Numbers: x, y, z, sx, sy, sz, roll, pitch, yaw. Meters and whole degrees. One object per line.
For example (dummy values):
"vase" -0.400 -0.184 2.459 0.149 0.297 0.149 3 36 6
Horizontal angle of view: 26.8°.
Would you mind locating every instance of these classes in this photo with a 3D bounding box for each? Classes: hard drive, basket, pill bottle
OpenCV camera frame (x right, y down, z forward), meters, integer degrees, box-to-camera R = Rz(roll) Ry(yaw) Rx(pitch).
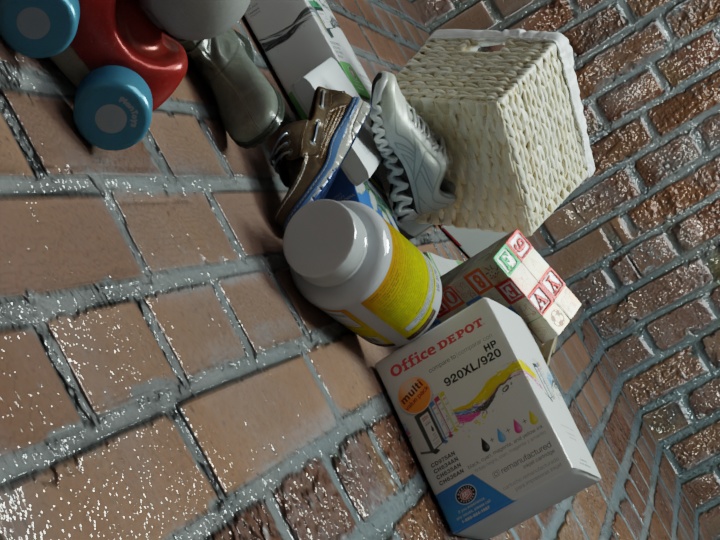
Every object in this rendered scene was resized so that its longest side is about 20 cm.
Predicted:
"hard drive" -0.020 -0.175 1.744 0.133 0.027 0.200 56 15 -8
"basket" 0.151 -0.170 1.828 0.161 0.197 0.202 -45 130 -38
"pill bottle" 0.000 0.000 1.505 0.200 0.109 0.110 38 25 -60

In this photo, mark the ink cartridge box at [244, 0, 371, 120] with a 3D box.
"ink cartridge box" -0.068 -0.287 1.930 0.202 0.084 0.146 62 12 4

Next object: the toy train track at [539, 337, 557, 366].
"toy train track" 0.193 0.170 1.764 0.114 0.202 0.032 16 0 22

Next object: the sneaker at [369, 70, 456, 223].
"sneaker" 0.060 -0.147 1.745 0.076 0.080 0.201 -85 161 -48

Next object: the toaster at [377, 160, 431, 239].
"toaster" 0.077 -0.126 2.036 0.200 0.128 0.115 37 27 -60

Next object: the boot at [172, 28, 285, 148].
"boot" -0.154 -0.214 1.515 0.131 0.068 0.201 42 14 -42

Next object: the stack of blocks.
"stack of blocks" 0.145 0.047 1.744 0.115 0.200 0.059 48 52 -7

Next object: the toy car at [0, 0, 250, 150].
"toy car" -0.162 -0.231 1.183 0.177 0.199 0.185 52 14 -28

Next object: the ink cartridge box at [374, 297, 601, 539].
"ink cartridge box" 0.134 0.158 1.591 0.202 0.146 0.144 64 14 20

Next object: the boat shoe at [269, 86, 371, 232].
"boat shoe" -0.056 -0.117 1.575 0.072 0.073 0.201 28 46 -1

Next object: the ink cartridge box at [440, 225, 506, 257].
"ink cartridge box" 0.160 -0.138 2.489 0.144 0.083 0.201 41 23 -54

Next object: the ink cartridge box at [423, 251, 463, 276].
"ink cartridge box" 0.130 0.053 2.030 0.147 0.048 0.200 63 13 12

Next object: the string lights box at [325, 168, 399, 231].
"string lights box" -0.006 -0.063 1.731 0.103 0.059 0.201 44 20 -43
